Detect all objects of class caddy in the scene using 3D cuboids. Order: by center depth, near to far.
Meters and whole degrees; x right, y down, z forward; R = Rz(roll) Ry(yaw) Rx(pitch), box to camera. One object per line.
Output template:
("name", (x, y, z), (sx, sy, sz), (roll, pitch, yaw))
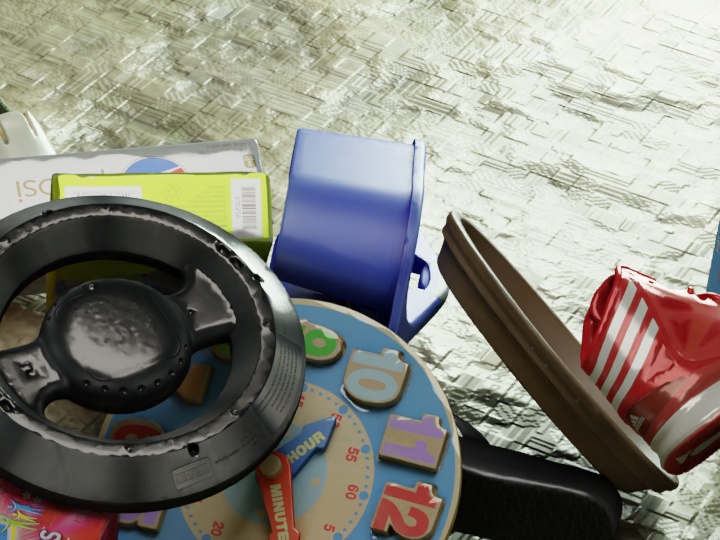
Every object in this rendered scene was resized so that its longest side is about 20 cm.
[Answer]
("caddy", (0.000, 0.000, 1.703), (0.105, 0.142, 0.200), (12, 23, -3))

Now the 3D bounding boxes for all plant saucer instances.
("plant saucer", (0.106, 0.050, 1.654), (0.029, 0.200, 0.200), (-39, 40, 5))

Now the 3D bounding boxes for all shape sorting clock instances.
("shape sorting clock", (-0.045, 0.107, 1.558), (0.199, 0.039, 0.201), (-2, 68, 5))

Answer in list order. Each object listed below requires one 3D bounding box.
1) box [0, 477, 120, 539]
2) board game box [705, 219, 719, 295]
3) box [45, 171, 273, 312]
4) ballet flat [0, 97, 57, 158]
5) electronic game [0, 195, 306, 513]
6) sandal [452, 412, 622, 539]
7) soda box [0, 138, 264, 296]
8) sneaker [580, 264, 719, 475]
("box", (-0.189, 0.185, 1.445), (0.099, 0.096, 0.200), (12, 33, 5))
("board game box", (0.325, 0.046, 1.780), (0.195, 0.056, 0.200), (1, 33, -8))
("box", (-0.119, -0.002, 1.692), (0.122, 0.200, 0.048), (-1, 71, -7))
("ballet flat", (-0.235, -0.082, 1.872), (0.074, 0.074, 0.200), (-19, 41, -33))
("electronic game", (-0.127, 0.040, 1.526), (0.199, 0.042, 0.200), (6, 50, -7))
("sandal", (0.047, 0.108, 1.626), (0.200, 0.076, 0.043), (19, 45, 1))
("soda box", (-0.157, -0.030, 1.786), (0.199, 0.068, 0.064), (-6, 64, -16))
("sneaker", (0.202, 0.022, 1.647), (0.116, 0.078, 0.200), (46, 46, 16))
